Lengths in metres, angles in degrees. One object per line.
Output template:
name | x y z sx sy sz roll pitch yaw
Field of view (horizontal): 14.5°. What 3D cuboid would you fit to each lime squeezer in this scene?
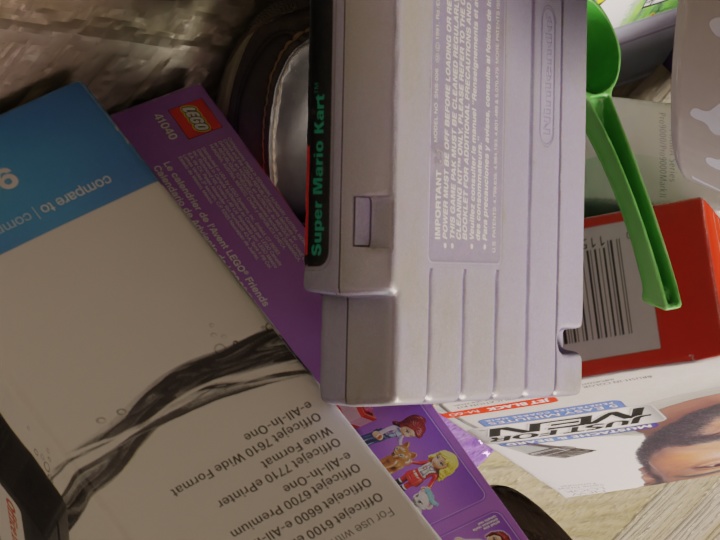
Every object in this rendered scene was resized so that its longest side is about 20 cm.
lime squeezer | 0.085 -0.092 0.915 0.038 0.071 0.200 -3 110 -32

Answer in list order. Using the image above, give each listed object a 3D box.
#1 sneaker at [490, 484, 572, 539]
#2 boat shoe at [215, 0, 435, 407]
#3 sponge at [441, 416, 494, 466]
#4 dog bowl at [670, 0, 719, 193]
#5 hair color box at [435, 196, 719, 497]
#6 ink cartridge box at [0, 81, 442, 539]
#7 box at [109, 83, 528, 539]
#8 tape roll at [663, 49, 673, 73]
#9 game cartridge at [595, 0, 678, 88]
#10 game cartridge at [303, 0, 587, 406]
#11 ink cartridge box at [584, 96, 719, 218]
sneaker | 0.025 0.131 1.082 0.085 0.073 0.200 -48 160 11
boat shoe | 0.000 0.000 0.947 0.074 0.073 0.200 -20 129 -18
sponge | -0.036 0.112 1.085 0.200 0.030 0.112 -43 160 1
dog bowl | 0.140 -0.109 0.849 0.200 0.059 0.200 11 90 -77
hair color box | 0.101 0.034 1.072 0.111 0.064 0.200 -11 164 16
ink cartridge box | -0.071 0.068 0.857 0.084 0.200 0.145 -26 155 -29
box | -0.027 0.057 0.912 0.039 0.200 0.137 -23 153 -27
tape roll | 0.210 -0.131 1.112 0.200 0.085 0.200 -35 158 -17
game cartridge | 0.091 -0.126 0.987 0.133 0.040 0.200 -18 149 -39
game cartridge | 0.028 -0.060 0.843 0.130 0.038 0.200 2 89 -56
ink cartridge box | 0.151 -0.013 1.096 0.200 0.050 0.161 8 162 -10
